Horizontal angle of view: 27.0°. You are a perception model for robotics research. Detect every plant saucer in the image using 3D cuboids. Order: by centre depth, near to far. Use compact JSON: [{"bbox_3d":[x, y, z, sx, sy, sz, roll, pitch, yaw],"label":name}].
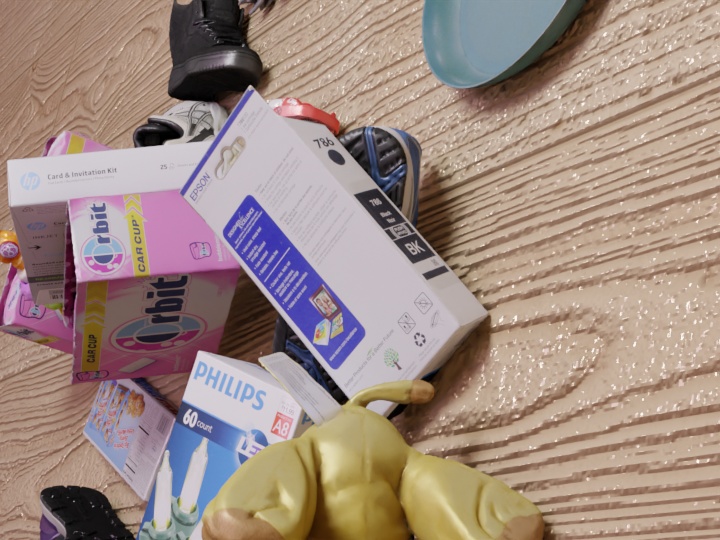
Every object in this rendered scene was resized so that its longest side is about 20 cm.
[{"bbox_3d":[0.106,-0.207,0.957,0.200,0.027,0.202,-41,39,44],"label":"plant saucer"}]

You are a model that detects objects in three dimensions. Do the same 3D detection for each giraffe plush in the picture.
[{"bbox_3d":[-0.014,0.168,0.809,0.201,0.171,0.164,-123,36,-46],"label":"giraffe plush"}]

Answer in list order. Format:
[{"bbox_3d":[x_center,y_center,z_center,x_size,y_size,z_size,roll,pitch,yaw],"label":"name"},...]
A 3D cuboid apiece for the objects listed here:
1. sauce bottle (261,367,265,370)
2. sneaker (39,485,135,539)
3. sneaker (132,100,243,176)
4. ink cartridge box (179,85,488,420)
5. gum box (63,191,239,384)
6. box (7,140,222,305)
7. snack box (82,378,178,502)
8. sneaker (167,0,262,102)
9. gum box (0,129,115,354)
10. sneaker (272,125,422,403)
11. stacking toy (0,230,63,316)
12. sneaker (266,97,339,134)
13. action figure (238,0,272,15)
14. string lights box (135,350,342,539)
[{"bbox_3d":[-0.077,0.167,0.998,0.066,0.065,0.202,-31,48,51],"label":"sauce bottle"},{"bbox_3d":[-0.221,0.254,1.225,0.200,0.075,0.089,-141,59,-66],"label":"sneaker"},{"bbox_3d":[-0.163,-0.118,1.334,0.076,0.087,0.200,-66,25,10],"label":"sneaker"},{"bbox_3d":[-0.020,-0.012,0.919,0.200,0.039,0.100,50,125,13],"label":"ink cartridge box"},{"bbox_3d":[-0.161,0.018,1.119,0.200,0.112,0.067,113,148,-62],"label":"gum box"},{"bbox_3d":[-0.186,-0.033,1.162,0.200,0.154,0.042,107,155,-68],"label":"box"},{"bbox_3d":[-0.192,0.136,1.281,0.200,0.024,0.073,23,93,63],"label":"snack box"},{"bbox_3d":[-0.136,-0.214,1.378,0.199,0.059,0.106,-7,70,64],"label":"sneaker"},{"bbox_3d":[-0.262,-0.025,1.425,0.066,0.113,0.202,-13,61,59],"label":"gum box"},{"bbox_3d":[0.000,0.000,0.984,0.077,0.075,0.202,-32,-35,-65],"label":"sneaker"},{"bbox_3d":[-0.255,-0.003,1.300,0.116,0.198,0.110,-53,31,27],"label":"stacking toy"},{"bbox_3d":[-0.047,-0.067,1.102,0.109,0.067,0.201,-68,24,8],"label":"sneaker"},{"bbox_3d":[-0.093,-0.322,1.367,0.130,0.069,0.202,-42,41,35],"label":"action figure"},{"bbox_3d":[-0.081,0.163,0.919,0.102,0.059,0.202,19,91,42],"label":"string lights box"}]
